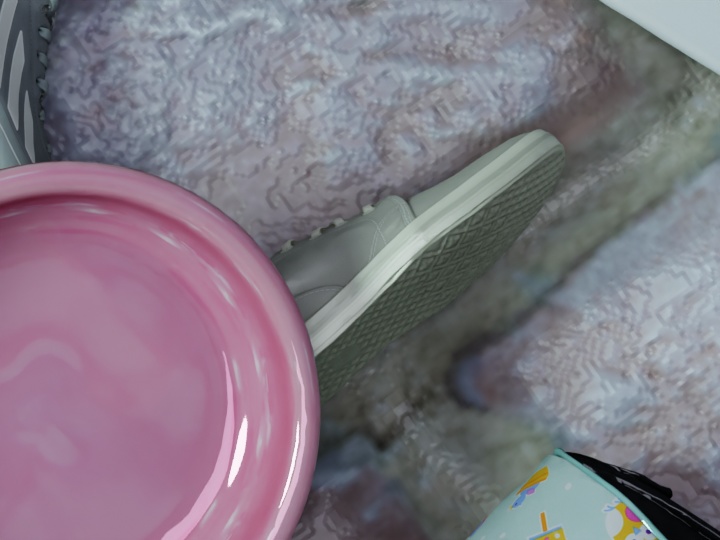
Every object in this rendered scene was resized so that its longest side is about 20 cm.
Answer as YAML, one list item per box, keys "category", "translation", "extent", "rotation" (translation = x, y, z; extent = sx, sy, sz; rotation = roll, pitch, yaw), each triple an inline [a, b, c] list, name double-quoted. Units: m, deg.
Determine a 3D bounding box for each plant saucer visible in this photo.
- category: "plant saucer"
  translation: [-0.116, 0.057, 0.966]
  extent: [0.200, 0.051, 0.201]
  rotation: [-1, 94, -17]

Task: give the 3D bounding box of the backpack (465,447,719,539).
- category: "backpack"
  translation: [0.113, 0.172, 0.986]
  extent: [0.153, 0.176, 0.200]
  rotation: [-40, 79, -2]

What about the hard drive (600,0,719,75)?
- category: "hard drive"
  translation: [0.110, -0.165, 1.026]
  extent: [0.200, 0.132, 0.027]
  rotation: [31, 55, 0]

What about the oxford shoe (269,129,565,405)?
- category: "oxford shoe"
  translation: [0.000, 0.000, 1.046]
  extent: [0.200, 0.075, 0.058]
  rotation: [-38, 65, -3]

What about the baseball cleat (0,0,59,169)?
- category: "baseball cleat"
  translation: [-0.145, -0.094, 1.043]
  extent: [0.106, 0.070, 0.200]
  rotation: [-27, 105, -26]
